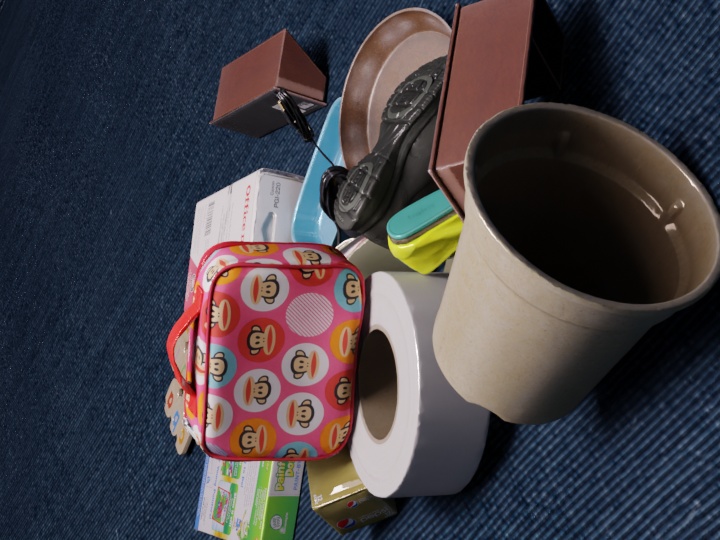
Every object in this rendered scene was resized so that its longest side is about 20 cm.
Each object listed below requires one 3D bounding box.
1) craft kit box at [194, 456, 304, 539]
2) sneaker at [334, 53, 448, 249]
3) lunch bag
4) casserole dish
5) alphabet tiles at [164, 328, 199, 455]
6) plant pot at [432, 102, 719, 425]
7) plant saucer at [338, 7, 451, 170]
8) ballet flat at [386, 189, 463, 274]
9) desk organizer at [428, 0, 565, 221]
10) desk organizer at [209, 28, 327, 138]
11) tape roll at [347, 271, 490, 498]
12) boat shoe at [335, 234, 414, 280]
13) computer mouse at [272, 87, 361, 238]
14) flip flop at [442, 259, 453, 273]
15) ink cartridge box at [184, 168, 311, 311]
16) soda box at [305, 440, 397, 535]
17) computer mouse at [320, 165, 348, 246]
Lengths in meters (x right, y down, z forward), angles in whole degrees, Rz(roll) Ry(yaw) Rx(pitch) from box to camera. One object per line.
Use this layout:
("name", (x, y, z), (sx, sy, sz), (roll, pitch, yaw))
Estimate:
("craft kit box", (-0.123, 0.213, 1.654), (0.197, 0.048, 0.203), (-4, 76, 65))
("sneaker", (0.056, -0.110, 1.344), (0.201, 0.090, 0.076), (-58, 26, -1))
("lunch bag", (-0.091, 0.076, 1.313), (0.082, 0.174, 0.202), (-135, 49, -63))
("casserole dish", (-0.021, -0.095, 1.582), (0.121, 0.038, 0.202), (47, 120, 59))
("alphabet tiles", (-0.211, 0.134, 1.887), (0.197, 0.014, 0.200), (-65, 30, 24))
("plant pot", (0.143, 0.010, 1.081), (0.184, 0.198, 0.202), (113, 153, -45))
("plant saucer", (0.050, -0.159, 1.438), (0.199, 0.034, 0.203), (-11, 76, 50))
("ballet flat", (0.116, -0.061, 1.250), (0.199, 0.067, 0.067), (-32, 31, 9))
("desk organizer", (0.117, -0.141, 1.199), (0.076, 0.072, 0.202), (-13, 46, 28))
("desk organizer", (-0.112, -0.228, 1.779), (0.199, 0.071, 0.078), (-14, 65, 61))
("tape roll", (0.045, 0.102, 1.295), (0.202, 0.070, 0.205), (180, 90, -70))
("boat shoe", (0.000, 0.000, 1.421), (0.199, 0.071, 0.063), (-38, 25, 16))
("computer mouse", (-0.038, -0.101, 1.475), (0.034, 0.201, 0.059), (-33, 23, 2))
("flip flop", (0.098, -0.056, 1.310), (0.081, 0.057, 0.202), (29, 106, 63))
("ink cartridge box", (-0.132, -0.026, 1.721), (0.200, 0.084, 0.147), (-19, 62, 62))
("soda box", (-0.019, 0.153, 1.423), (0.063, 0.068, 0.202), (-24, 50, 15))
("computer mouse", (-0.028, -0.024, 1.472), (0.034, 0.058, 0.202), (-118, 25, -49))
